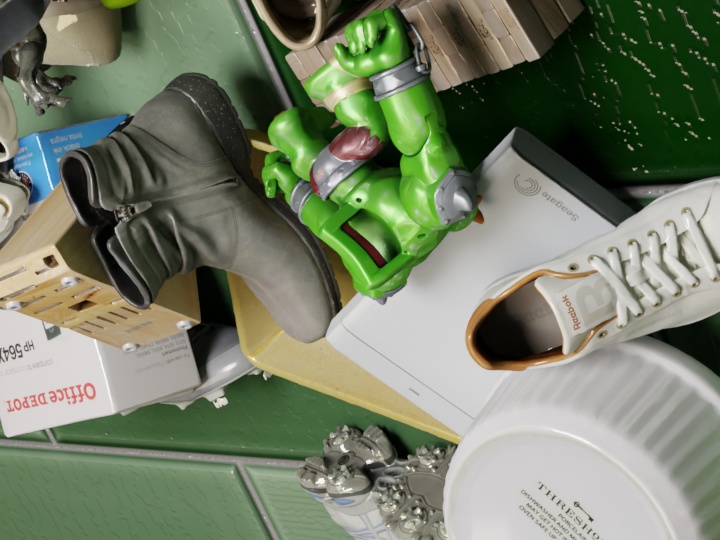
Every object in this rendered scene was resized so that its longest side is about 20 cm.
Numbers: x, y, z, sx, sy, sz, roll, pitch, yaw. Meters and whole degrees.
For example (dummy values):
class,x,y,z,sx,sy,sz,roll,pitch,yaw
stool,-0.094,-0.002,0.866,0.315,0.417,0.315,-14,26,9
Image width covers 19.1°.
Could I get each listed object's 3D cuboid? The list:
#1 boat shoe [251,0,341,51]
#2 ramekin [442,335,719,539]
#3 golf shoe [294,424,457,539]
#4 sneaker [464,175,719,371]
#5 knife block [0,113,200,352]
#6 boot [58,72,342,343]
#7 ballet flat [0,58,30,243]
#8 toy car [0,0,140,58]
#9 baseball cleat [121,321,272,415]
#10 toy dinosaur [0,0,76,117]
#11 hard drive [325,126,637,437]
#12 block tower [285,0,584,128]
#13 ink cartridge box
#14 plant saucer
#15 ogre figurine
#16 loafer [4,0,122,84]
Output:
class,x,y,z,sx,sy,sz,roll,pitch,yaw
boat shoe,-0.056,-0.221,1.218,0.072,0.065,0.201,-10,121,13
ramekin,0.138,0.143,1.252,0.201,0.094,0.204,17,122,29
golf shoe,0.044,0.171,1.484,0.200,0.078,0.098,19,145,54
sneaker,0.148,0.011,1.185,0.199,0.085,0.073,-26,95,20
knife block,-0.164,-0.046,1.388,0.064,0.200,0.177,-22,65,27
boot,-0.104,-0.012,1.337,0.067,0.131,0.201,-14,113,48
ballet flat,-0.256,-0.071,1.427,0.073,0.073,0.201,19,123,30
toy car,-0.183,-0.208,1.257,0.157,0.200,0.165,-4,121,44
baseball cleat,-0.149,0.051,1.565,0.199,0.070,0.107,-16,106,45
toy dinosaur,-0.208,-0.140,1.303,0.047,0.200,0.088,-24,109,21
hard drive,0.085,0.017,1.290,0.132,0.027,0.200,35,129,-11
block tower,0.040,-0.136,1.234,0.199,0.054,0.058,-17,112,49
ink cartridge box,-0.209,0.007,1.517,0.145,0.084,0.202,-15,91,47
plant saucer,0.000,0.000,1.396,0.199,0.048,0.201,19,134,31
ogre figurine,0.005,-0.055,1.213,0.200,0.098,0.120,-41,77,41
loafer,-0.237,-0.162,1.451,0.199,0.076,0.069,1,118,41
